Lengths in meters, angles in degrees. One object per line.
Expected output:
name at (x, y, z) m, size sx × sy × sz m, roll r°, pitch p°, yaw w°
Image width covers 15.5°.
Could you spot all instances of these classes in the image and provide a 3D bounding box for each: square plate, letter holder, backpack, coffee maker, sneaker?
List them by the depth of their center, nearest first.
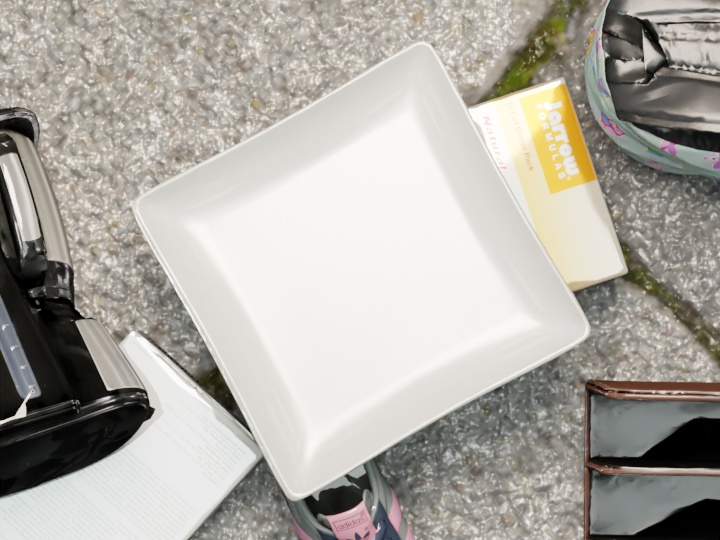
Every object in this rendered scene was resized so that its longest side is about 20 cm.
coffee maker at (-0.240, 0.031, 1.514) m, size 0.192 × 0.135 × 0.200 m, roll -23°, pitch 70°, yaw -3°
square plate at (0.000, 0.000, 1.523) m, size 0.200 × 0.028 × 0.198 m, roll -29°, pitch 84°, yaw -2°
letter holder at (0.236, 0.115, 1.540) m, size 0.199 × 0.142 × 0.101 m, roll 1°, pitch 88°, yaw -1°
backpack at (0.233, -0.115, 1.557) m, size 0.199 × 0.127 × 0.167 m, roll 4°, pitch 76°, yaw 1°
sneaker at (-0.001, 0.166, 1.566) m, size 0.070 × 0.082 × 0.200 m, roll -28°, pitch 89°, yaw -2°

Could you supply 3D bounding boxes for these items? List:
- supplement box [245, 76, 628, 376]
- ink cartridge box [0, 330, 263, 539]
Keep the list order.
supplement box at (0.045, -0.024, 1.577) m, size 0.200 × 0.074 × 0.126 m, roll -19°, pitch 88°, yaw -1°
ink cartridge box at (-0.160, 0.145, 1.582) m, size 0.109 × 0.050 × 0.200 m, roll 42°, pitch 89°, yaw 1°
